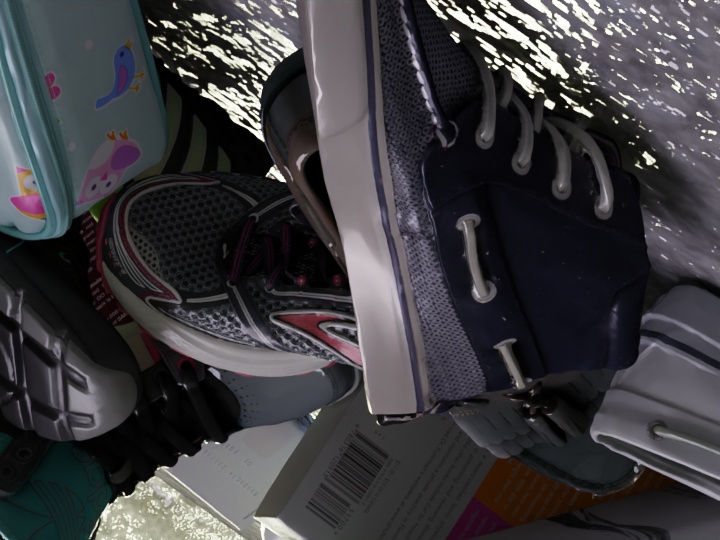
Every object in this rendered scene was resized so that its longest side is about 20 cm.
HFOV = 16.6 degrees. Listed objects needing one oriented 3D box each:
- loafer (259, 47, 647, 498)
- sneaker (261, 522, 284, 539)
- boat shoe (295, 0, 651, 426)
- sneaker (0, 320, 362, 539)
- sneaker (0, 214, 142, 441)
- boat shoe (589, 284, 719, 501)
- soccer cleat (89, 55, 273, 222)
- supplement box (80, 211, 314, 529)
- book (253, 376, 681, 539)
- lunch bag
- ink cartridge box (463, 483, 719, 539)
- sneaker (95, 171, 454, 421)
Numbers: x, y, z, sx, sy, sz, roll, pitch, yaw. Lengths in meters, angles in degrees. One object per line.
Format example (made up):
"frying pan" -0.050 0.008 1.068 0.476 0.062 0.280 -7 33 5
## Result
"loafer" 0.033 0.013 0.837 0.200 0.072 0.063 49 -162 -22
"sneaker" 0.002 0.081 1.106 0.105 0.076 0.200 44 -155 26
"boat shoe" 0.034 -0.041 0.729 0.200 0.093 0.075 80 -179 -46
"sneaker" -0.099 0.072 0.977 0.200 0.121 0.084 -10 130 23
"sneaker" -0.136 -0.007 0.969 0.200 0.079 0.076 39 140 39
"boat shoe" 0.169 0.083 0.815 0.200 0.067 0.074 31 169 21
"soccer cleat" -0.085 -0.053 1.025 0.067 0.081 0.200 6 129 51
"supplement box" -0.097 0.016 1.166 0.109 0.061 0.200 46 -172 -50
"book" 0.071 0.105 1.024 0.200 0.134 0.048 39 163 -17
"lunch bag" -0.170 -0.108 0.914 0.200 0.077 0.161 26 145 34
"ink cartridge box" 0.095 0.171 0.968 0.084 0.200 0.146 179 78 -71
"sneaker" 0.000 0.000 0.922 0.200 0.081 0.075 13 157 0
